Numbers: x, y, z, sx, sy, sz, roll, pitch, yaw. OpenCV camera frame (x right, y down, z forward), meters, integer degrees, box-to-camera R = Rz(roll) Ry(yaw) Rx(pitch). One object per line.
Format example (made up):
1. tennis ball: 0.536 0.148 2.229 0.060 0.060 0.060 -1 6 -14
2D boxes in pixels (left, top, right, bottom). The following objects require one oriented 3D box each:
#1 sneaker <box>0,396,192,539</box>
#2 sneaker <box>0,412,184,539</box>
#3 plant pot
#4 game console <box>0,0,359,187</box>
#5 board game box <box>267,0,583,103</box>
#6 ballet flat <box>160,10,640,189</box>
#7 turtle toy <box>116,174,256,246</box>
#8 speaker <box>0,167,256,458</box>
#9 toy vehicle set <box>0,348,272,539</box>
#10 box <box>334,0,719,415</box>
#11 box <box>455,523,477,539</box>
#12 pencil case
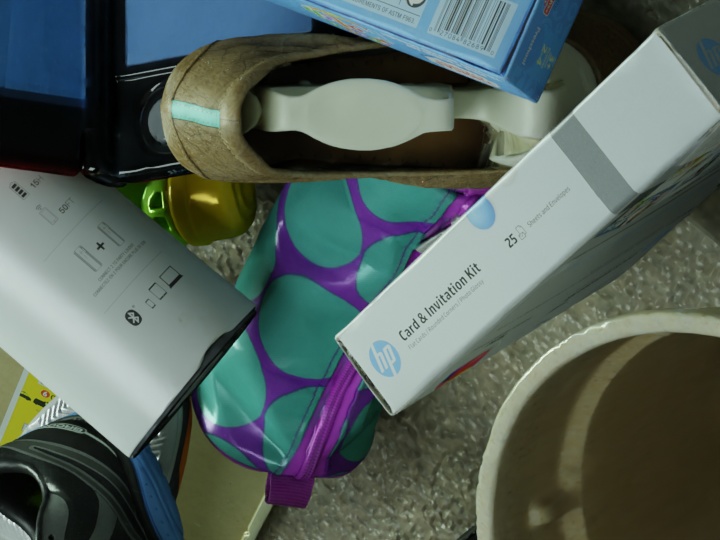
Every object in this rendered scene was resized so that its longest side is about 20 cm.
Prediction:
1. sneaker: -0.111 0.128 1.288 0.077 0.112 0.201 32 105 27
2. sneaker: -0.097 0.137 1.143 0.200 0.082 0.071 56 147 39
3. plant pot: 0.173 0.075 1.011 0.200 0.183 0.201 18 121 32
4. game console: -0.099 -0.143 1.105 0.172 0.119 0.201 -8 75 27
5. board game box: 0.037 -0.177 1.031 0.151 0.037 0.201 23 88 30
6. ballet flat: 0.027 -0.061 1.056 0.072 0.199 0.068 -160 69 -66
7. turtle toy: -0.118 -0.088 1.228 0.145 0.101 0.201 -9 104 18
8. speaker: -0.141 -0.019 1.157 0.200 0.081 0.081 40 132 1
9. toy vehicle set: -0.127 0.061 1.304 0.199 0.027 0.124 27 130 -2
10. box: 0.099 -0.037 1.038 0.041 0.156 0.200 52 134 9
11. box: 0.082 0.228 1.252 0.200 0.049 0.160 44 129 15
12. pencil case: 0.000 0.000 1.184 0.200 0.085 0.093 119 147 -40
